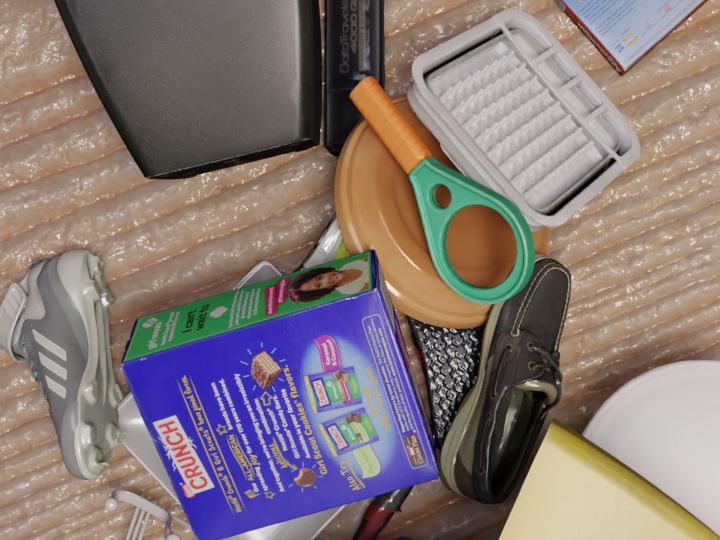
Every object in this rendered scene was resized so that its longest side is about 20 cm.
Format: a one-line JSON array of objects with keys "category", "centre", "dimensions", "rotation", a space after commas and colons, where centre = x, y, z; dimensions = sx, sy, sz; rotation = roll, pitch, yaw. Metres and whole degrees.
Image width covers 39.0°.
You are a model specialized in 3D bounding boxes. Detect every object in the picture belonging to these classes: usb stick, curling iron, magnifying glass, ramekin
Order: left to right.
[{"category": "usb stick", "centre": [-0.005, -0.200, 0.898], "dimensions": [0.055, 0.033, 0.203], "rotation": [-1, 84, 10]}, {"category": "curling iron", "centre": [0.025, 0.206, 0.852], "dimensions": [0.026, 0.049, 0.201], "rotation": [38, 80, -36]}, {"category": "magnifying glass", "centre": [0.057, -0.063, 0.769], "dimensions": [0.080, 0.022, 0.201], "rotation": [-43, 75, 32]}, {"category": "ramekin", "centre": [0.268, 0.175, 0.794], "dimensions": [0.200, 0.094, 0.205], "rotation": [-4, 77, 18]}]

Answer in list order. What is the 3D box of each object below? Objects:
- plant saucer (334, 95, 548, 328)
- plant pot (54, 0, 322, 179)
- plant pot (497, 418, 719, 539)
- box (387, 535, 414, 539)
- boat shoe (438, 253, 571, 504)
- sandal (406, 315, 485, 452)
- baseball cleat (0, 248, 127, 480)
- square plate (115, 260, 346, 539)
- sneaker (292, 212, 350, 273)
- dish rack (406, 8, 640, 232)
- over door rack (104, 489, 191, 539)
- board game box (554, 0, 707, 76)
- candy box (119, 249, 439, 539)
[{"category": "plant saucer", "centre": [0.075, -0.055, 0.830], "dimensions": [0.198, 0.037, 0.203], "rotation": [8, 71, -23]}, {"category": "plant pot", "centre": [-0.121, -0.174, 0.828], "dimensions": [0.197, 0.200, 0.180], "rotation": [-12, 94, 1]}, {"category": "plant pot", "centre": [0.165, 0.230, 0.673], "dimensions": [0.175, 0.200, 0.202], "rotation": [25, 88, 13]}, {"category": "box", "centre": [-0.007, 0.322, 0.790], "dimensions": [0.135, 0.039, 0.203], "rotation": [-3, 93, -34]}, {"category": "boat shoe", "centre": [0.127, 0.087, 0.794], "dimensions": [0.071, 0.066, 0.203], "rotation": [28, 83, -35]}, {"category": "sandal", "centre": [0.076, 0.060, 0.859], "dimensions": [0.074, 0.045, 0.203], "rotation": [-5, 83, -2]}, {"category": "baseball cleat", "centre": [-0.254, 0.083, 0.856], "dimensions": [0.105, 0.070, 0.202], "rotation": [-13, 62, 11]}, {"category": "square plate", "centre": [-0.082, 0.131, 0.868], "dimensions": [0.198, 0.028, 0.200], "rotation": [-44, 84, -3]}, {"category": "sneaker", "centre": [0.000, 0.000, 0.849], "dimensions": [0.090, 0.078, 0.201], "rotation": [33, 76, 0]}, {"category": "dish rack", "centre": [0.130, -0.121, 0.832], "dimensions": [0.172, 0.044, 0.199], "rotation": [50, 45, 4]}, {"category": "over door rack", "centre": [-0.138, 0.283, 0.819], "dimensions": [0.198, 0.067, 0.150], "rotation": [21, 97, 8]}, {"category": "board game box", "centre": [0.272, -0.276, 0.899], "dimensions": [0.200, 0.019, 0.103], "rotation": [-41, 85, -2]}, {"category": "candy box", "centre": [-0.058, 0.098, 0.776], "dimensions": [0.197, 0.077, 0.171], "rotation": [-16, 113, 5]}]
